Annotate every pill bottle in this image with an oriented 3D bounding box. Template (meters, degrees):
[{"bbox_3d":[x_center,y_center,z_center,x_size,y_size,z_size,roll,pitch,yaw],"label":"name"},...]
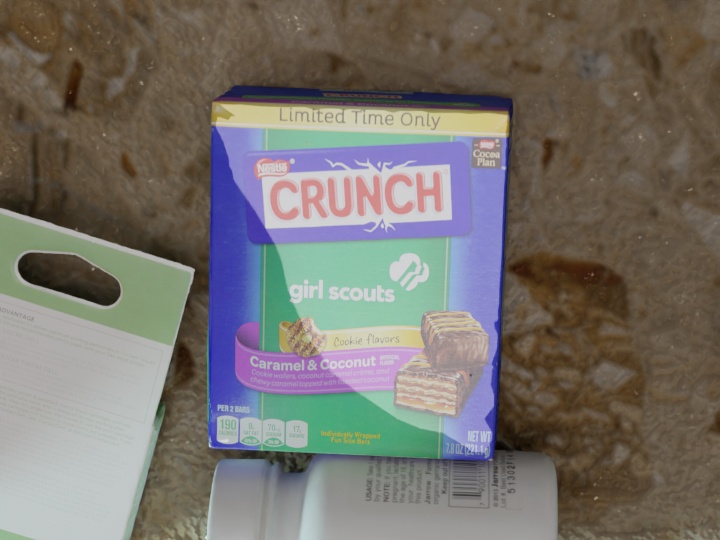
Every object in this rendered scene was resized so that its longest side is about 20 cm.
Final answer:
[{"bbox_3d":[0.013,0.160,0.971,0.198,0.114,0.116,2,103,3],"label":"pill bottle"}]

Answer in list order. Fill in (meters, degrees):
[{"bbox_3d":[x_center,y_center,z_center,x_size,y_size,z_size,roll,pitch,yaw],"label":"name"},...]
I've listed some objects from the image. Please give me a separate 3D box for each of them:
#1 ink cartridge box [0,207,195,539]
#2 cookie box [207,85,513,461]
[{"bbox_3d":[-0.187,0.067,0.996,0.144,0.048,0.202,17,103,-1],"label":"ink cartridge box"},{"bbox_3d":[0.000,0.000,0.956,0.169,0.075,0.202,2,102,4],"label":"cookie box"}]
